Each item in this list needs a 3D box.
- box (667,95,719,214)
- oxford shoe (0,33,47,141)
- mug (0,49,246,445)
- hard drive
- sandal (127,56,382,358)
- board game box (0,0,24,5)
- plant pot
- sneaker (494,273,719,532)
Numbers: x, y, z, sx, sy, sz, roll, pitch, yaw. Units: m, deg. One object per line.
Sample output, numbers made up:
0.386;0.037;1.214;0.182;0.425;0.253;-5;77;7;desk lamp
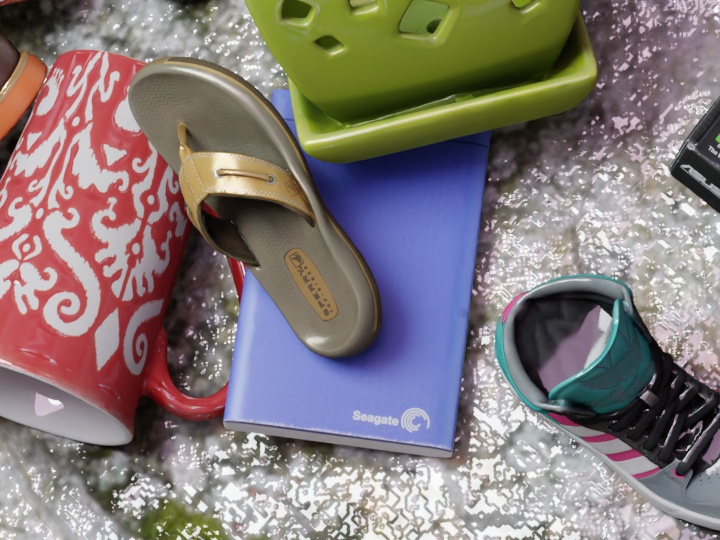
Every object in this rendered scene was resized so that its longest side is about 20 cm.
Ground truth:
0.296;-0.065;1.288;0.200;0.048;0.193;39;69;7;box
-0.278;-0.074;1.467;0.200;0.072;0.071;-46;22;16;oxford shoe
-0.147;-0.007;1.424;0.133;0.177;0.201;-6;60;52;mug
0.000;0.000;1.398;0.131;0.025;0.202;7;73;2;hard drive
-0.063;-0.033;1.339;0.080;0.054;0.201;-35;88;39;sandal
-0.261;-0.238;1.501;0.102;0.020;0.201;-14;57;-16;board game box
0.028;-0.183;1.354;0.198;0.182;0.200;-14;37;3;plant pot
0.151;0.066;1.297;0.199;0.121;0.084;29;82;22;sneaker
